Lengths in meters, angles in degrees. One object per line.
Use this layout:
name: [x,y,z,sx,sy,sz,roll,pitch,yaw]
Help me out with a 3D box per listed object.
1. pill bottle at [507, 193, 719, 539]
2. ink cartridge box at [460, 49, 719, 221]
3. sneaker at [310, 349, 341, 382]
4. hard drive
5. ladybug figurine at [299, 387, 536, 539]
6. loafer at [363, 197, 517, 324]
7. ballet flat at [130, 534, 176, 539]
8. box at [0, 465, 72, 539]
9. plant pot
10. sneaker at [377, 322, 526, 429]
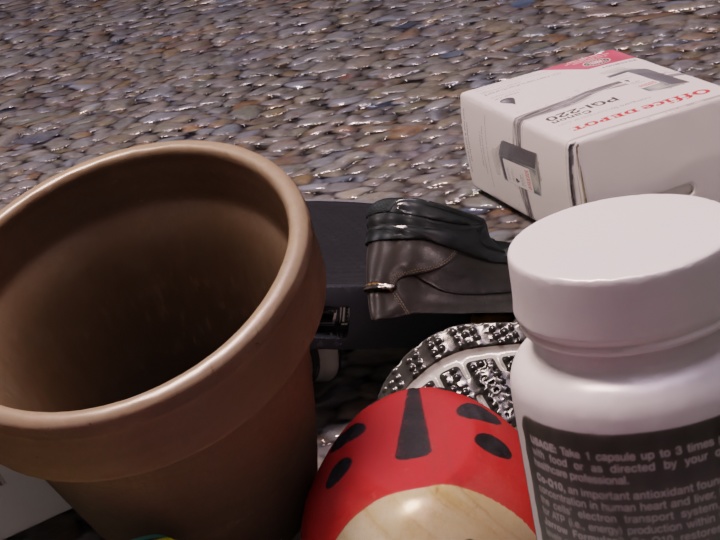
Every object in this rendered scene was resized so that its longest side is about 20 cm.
pill bottle: [0.125,0.078,0.798,0.113,0.202,0.114,-10,20,4]
ink cartridge box: [0.180,-0.096,1.421,0.144,0.086,0.200,-17,22,-16]
sneaker: [-0.117,0.044,1.212,0.115,0.076,0.200,-24,26,-37]
hard drive: [0.000,0.000,1.187,0.198,0.043,0.135,-1,29,-36]
ladybug figurine: [0.032,0.114,0.944,0.134,0.073,0.200,-11,19,1]
loafer: [0.088,0.017,1.135,0.198,0.073,0.073,15,-13,-20]
ballet flat: [-0.150,0.192,0.865,0.199,0.067,0.067,-25,45,-27]
box: [-0.207,0.063,1.104,0.124,0.098,0.200,-25,22,16]
plant pot: [-0.098,0.062,0.966,0.198,0.176,0.201,-11,42,10]
sneaker: [0.105,0.060,1.084,0.198,0.080,0.074,-22,64,2]
